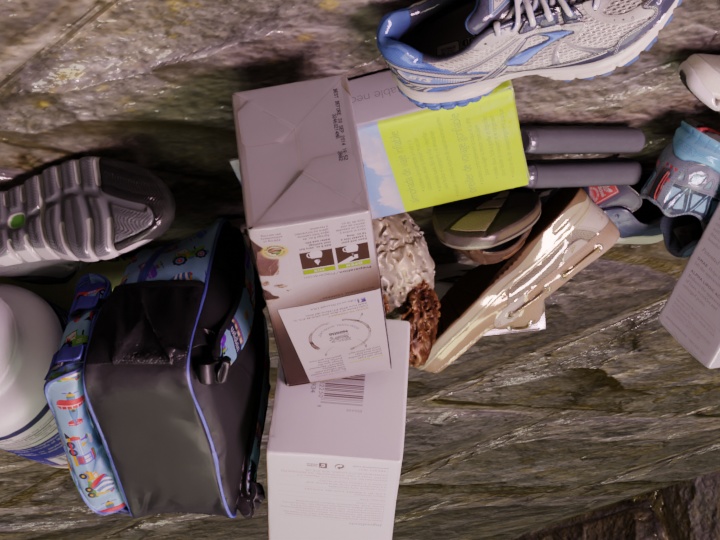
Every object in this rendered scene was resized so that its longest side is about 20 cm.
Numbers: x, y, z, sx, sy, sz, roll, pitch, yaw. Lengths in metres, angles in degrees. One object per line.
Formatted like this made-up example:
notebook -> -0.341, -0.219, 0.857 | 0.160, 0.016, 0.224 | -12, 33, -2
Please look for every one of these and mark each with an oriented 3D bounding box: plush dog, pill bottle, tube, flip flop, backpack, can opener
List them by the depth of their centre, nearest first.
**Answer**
backpack -> -0.139, 0.063, 1.103 | 0.134, 0.200, 0.183 | -3, 132, 8
pill bottle -> -0.266, 0.077, 1.139 | 0.120, 0.120, 0.200 | -16, 157, 14
can opener -> 0.132, -0.093, 1.169 | 0.200, 0.053, 0.066 | -3, -166, -21
flip flop -> 0.102, -0.036, 1.172 | 0.081, 0.058, 0.200 | 3, -170, 7
plush dog -> 0.000, 0.000, 1.203 | 0.160, 0.200, 0.172 | -40, -175, -26
tube -> -0.217, 0.008, 1.240 | 0.200, 0.058, 0.052 | -5, 128, -27

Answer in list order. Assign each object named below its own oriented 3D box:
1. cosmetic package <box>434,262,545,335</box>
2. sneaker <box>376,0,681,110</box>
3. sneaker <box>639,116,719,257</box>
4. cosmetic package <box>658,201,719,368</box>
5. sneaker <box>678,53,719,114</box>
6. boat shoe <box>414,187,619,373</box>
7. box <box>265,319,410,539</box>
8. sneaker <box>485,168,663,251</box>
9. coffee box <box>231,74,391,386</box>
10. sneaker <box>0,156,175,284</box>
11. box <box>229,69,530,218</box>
cosmetic package -> 0.091, 0.024, 1.353 | 0.082, 0.051, 0.200 | -4, -175, -17
sneaker -> 0.100, -0.156, 0.905 | 0.200, 0.077, 0.085 | -20, 156, 21
sneaker -> 0.291, -0.050, 1.241 | 0.096, 0.079, 0.200 | -50, 136, 4
cosmetic package -> 0.331, -0.020, 1.182 | 0.102, 0.074, 0.200 | -4, 128, -36
sneaker -> 0.331, -0.145, 1.106 | 0.200, 0.075, 0.081 | 6, 123, -20
boat shoe -> 0.125, 0.020, 1.211 | 0.200, 0.065, 0.072 | -45, -165, 6
box -> -0.018, 0.141, 1.137 | 0.097, 0.124, 0.200 | 4, 142, 1
sneaker -> 0.192, -0.055, 1.274 | 0.200, 0.075, 0.085 | -14, 158, -15
coffee box -> -0.030, -0.021, 1.001 | 0.080, 0.113, 0.200 | -9, 146, 0
sneaker -> -0.209, -0.032, 1.100 | 0.200, 0.075, 0.115 | -8, 169, 21
box -> 0.015, -0.087, 1.060 | 0.200, 0.048, 0.122 | -13, 149, 6
